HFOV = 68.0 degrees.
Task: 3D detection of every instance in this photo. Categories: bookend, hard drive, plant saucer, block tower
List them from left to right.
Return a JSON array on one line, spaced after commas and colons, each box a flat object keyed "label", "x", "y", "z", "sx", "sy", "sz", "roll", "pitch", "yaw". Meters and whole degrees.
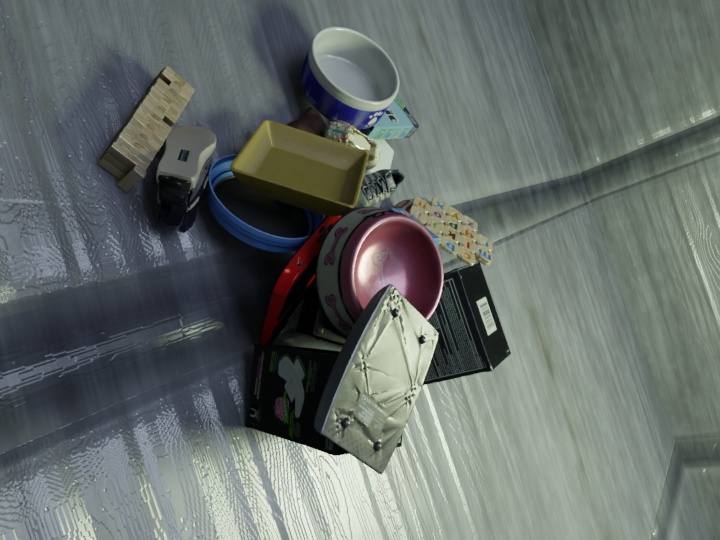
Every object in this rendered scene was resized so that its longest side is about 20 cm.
[{"label": "block tower", "x": -0.308, "y": -0.213, "z": 0.777, "sx": 0.058, "sy": 0.053, "sz": 0.204, "roll": 37, "pitch": 48, "yaw": -33}, {"label": "plant saucer", "x": -0.094, "y": -0.161, "z": 0.874, "sx": 0.195, "sy": 0.049, "sz": 0.202, "roll": 17, "pitch": 37, "yaw": -4}, {"label": "bookend", "x": -0.027, "y": 0.077, "z": 0.890, "sx": 0.195, "sy": 0.198, "sz": 0.094, "roll": 20, "pitch": 80, "yaw": -29}, {"label": "hard drive", "x": 0.012, "y": -0.238, "z": 1.194, "sx": 0.132, "sy": 0.026, "sz": 0.203, "roll": 42, "pitch": 47, "yaw": -31}, {"label": "hard drive", "x": 0.022, "y": 0.135, "z": 0.681, "sx": 0.135, "sy": 0.042, "sz": 0.203, "roll": 43, "pitch": 63, "yaw": -33}]

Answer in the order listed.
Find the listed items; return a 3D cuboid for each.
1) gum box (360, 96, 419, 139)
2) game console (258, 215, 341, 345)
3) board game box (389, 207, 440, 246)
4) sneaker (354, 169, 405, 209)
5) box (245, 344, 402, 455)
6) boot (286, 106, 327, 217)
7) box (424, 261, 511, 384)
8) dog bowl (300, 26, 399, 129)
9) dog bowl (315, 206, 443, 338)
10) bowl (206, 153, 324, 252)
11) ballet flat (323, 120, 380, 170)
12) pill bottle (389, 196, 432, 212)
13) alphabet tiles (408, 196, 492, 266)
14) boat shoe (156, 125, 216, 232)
[{"label": "gum box", "x": 0.029, "y": -0.381, "z": 1.225, "sx": 0.198, "sy": 0.044, "sz": 0.172, "roll": -22, "pitch": 75, "yaw": -51}, {"label": "game console", "x": -0.095, "y": 0.013, "z": 0.857, "sx": 0.031, "sy": 0.178, "sz": 0.201, "roll": 32, "pitch": 44, "yaw": 3}, {"label": "board game box", "x": 0.078, "y": 0.006, "z": 1.002, "sx": 0.036, "sy": 0.152, "sz": 0.205, "roll": 1, "pitch": 115, "yaw": -24}, {"label": "sneaker", "x": 0.026, "y": -0.169, "z": 1.086, "sx": 0.075, "sy": 0.080, "sz": 0.200, "roll": 61, "pitch": 35, "yaw": -12}, {"label": "box", "x": -0.051, "y": 0.181, "z": 0.783, "sx": 0.147, "sy": 0.197, "sz": 0.128, "roll": 13, "pitch": 80, "yaw": -47}, {"label": "boot", "x": -0.075, "y": -0.206, "z": 1.038, "sx": 0.201, "sy": 0.071, "sz": 0.167, "roll": 53, "pitch": 42, "yaw": -18}, {"label": "box", "x": 0.173, "y": 0.112, "z": 1.099, "sx": 0.122, "sy": 0.196, "sz": 0.205, "roll": -14, "pitch": 85, "yaw": -54}, {"label": "dog bowl", "x": -0.022, "y": -0.394, "z": 1.096, "sx": 0.196, "sy": 0.079, "sz": 0.205, "roll": 14, "pitch": 57, "yaw": -22}, {"label": "dog bowl", "x": 0.036, "y": 0.007, "z": 0.771, "sx": 0.196, "sy": 0.073, "sz": 0.206, "roll": 0, "pitch": 90, "yaw": -33}, {"label": "bowl", "x": -0.154, "y": -0.109, "z": 0.864, "sx": 0.197, "sy": 0.040, "sz": 0.203, "roll": 22, "pitch": 37, "yaw": -18}, {"label": "ballet flat", "x": 0.000, "y": -0.247, "z": 1.090, "sx": 0.198, "sy": 0.063, "sz": 0.078, "roll": 6, "pitch": 95, "yaw": -58}, {"label": "pill bottle", "x": 0.096, "y": -0.086, "z": 1.160, "sx": 0.200, "sy": 0.111, "sz": 0.114, "roll": -41, "pitch": 106, "yaw": -49}, {"label": "alphabet tiles", "x": 0.189, "y": -0.084, "z": 1.115, "sx": 0.197, "sy": 0.015, "sz": 0.197, "roll": 30, "pitch": 32, "yaw": -5}, {"label": "boat shoe", "x": -0.263, "y": -0.140, "z": 0.797, "sx": 0.073, "sy": 0.094, "sz": 0.202, "roll": 12, "pitch": 33, "yaw": -10}]
